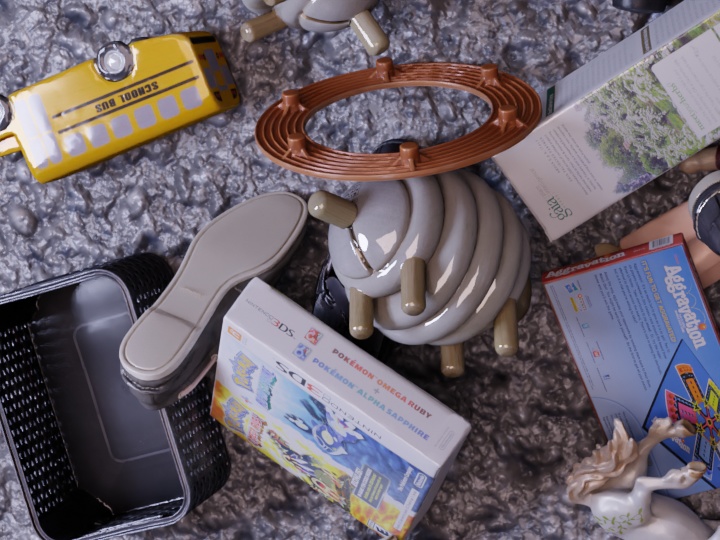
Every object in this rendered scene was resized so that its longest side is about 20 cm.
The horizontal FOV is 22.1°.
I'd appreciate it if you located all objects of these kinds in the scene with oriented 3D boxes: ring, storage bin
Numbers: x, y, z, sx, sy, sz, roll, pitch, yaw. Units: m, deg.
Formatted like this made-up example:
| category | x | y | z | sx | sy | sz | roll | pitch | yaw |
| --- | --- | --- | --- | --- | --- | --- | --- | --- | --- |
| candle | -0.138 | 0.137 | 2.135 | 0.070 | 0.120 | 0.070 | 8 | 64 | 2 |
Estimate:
| category | x | y | z | sx | sy | sz | roll | pitch | yaw |
| --- | --- | --- | --- | --- | --- | --- | --- | --- | --- |
| ring | 0.025 | -0.110 | 1.272 | 0.200 | 0.200 | 0.019 | 2 | 118 | 15 |
| storage bin | -0.198 | 0.099 | 1.420 | 0.135 | 0.094 | 0.200 | -15 | 93 | 17 |

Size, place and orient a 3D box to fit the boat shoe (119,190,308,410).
| category | x | y | z | sx | sy | sz | roll | pitch | yaw |
| --- | --- | --- | --- | --- | --- | --- | --- | --- | --- |
| boat shoe | -0.108 | 0.021 | 1.365 | 0.067 | 0.200 | 0.057 | 28 | 148 | 21 |

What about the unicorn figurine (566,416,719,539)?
| category | x | y | z | sx | sy | sz | roll | pitch | yaw |
| --- | --- | --- | --- | --- | --- | --- | --- | --- | --- |
| unicorn figurine | 0.230 | 0.192 | 1.325 | 0.200 | 0.074 | 0.137 | 43 | 119 | 0 |

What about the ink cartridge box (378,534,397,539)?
| category | x | y | z | sx | sy | sz | roll | pitch | yaw |
| --- | --- | --- | --- | --- | --- | --- | --- | --- | --- |
| ink cartridge box | -0.011 | 0.325 | 1.408 | 0.200 | 0.041 | 0.200 | -28 | 90 | 31 |

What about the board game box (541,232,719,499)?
| category | x | y | z | sx | sy | sz | roll | pitch | yaw |
| --- | --- | --- | --- | --- | --- | --- | --- | --- | --- |
| board game box | 0.210 | 0.074 | 1.306 | 0.103 | 0.019 | 0.200 | -16 | 115 | 18 |

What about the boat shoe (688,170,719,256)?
| category | x | y | z | sx | sy | sz | roll | pitch | yaw |
| --- | --- | --- | --- | --- | --- | --- | --- | --- | --- |
| boat shoe | 0.310 | 0.001 | 1.244 | 0.200 | 0.063 | 0.073 | 26 | 117 | -18 |

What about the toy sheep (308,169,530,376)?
| category | x | y | z | sx | sy | sz | roll | pitch | yaw |
| --- | --- | --- | --- | --- | --- | --- | --- | --- | --- |
| toy sheep | 0.044 | -0.010 | 1.261 | 0.138 | 0.200 | 0.138 | -23 | 54 | 36 |

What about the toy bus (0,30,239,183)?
| category | x | y | z | sx | sy | sz | roll | pitch | yaw |
| --- | --- | --- | --- | --- | --- | --- | --- | --- | --- |
| toy bus | -0.199 | -0.124 | 1.401 | 0.200 | 0.065 | 0.078 | -21 | 94 | 17 |

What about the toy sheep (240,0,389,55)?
| category | x | y | z | sx | sy | sz | roll | pitch | yaw |
| --- | --- | --- | --- | --- | --- | --- | --- | --- | --- |
| toy sheep | -0.044 | -0.232 | 1.306 | 0.138 | 0.138 | 0.200 | -33 | 83 | 18 |

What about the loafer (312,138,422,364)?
| category | x | y | z | sx | sy | sz | roll | pitch | yaw |
| --- | --- | --- | --- | --- | --- | --- | --- | --- | --- |
| loafer | 0.000 | 0.000 | 1.365 | 0.072 | 0.063 | 0.200 | 18 | 103 | 13 |

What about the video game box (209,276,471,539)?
| category | x | y | z | sx | sy | sz | roll | pitch | yaw |
| --- | --- | --- | --- | --- | --- | --- | --- | --- | --- |
| video game box | -0.021 | 0.107 | 1.328 | 0.182 | 0.200 | 0.047 | 36 | 66 | 9 |

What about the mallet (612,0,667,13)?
| category | x | y | z | sx | sy | sz | roll | pitch | yaw |
| --- | --- | --- | --- | --- | --- | --- | --- | --- | --- |
| mallet | 0.125 | -0.215 | 1.315 | 0.200 | 0.041 | 0.066 | 1 | 101 | 20 |

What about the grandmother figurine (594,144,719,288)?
| category | x | y | z | sx | sy | sz | roll | pitch | yaw |
| --- | --- | --- | --- | --- | --- | --- | --- | --- | --- |
| grandmother figurine | 0.271 | -0.037 | 1.288 | 0.200 | 0.061 | 0.121 | -35 | 103 | 20 |

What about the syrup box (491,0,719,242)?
| category | x | y | z | sx | sy | sz | roll | pitch | yaw |
| --- | --- | --- | --- | --- | --- | --- | --- | --- | --- |
| syrup box | 0.192 | -0.113 | 1.277 | 0.200 | 0.081 | 0.079 | -32 | 106 | 19 |
